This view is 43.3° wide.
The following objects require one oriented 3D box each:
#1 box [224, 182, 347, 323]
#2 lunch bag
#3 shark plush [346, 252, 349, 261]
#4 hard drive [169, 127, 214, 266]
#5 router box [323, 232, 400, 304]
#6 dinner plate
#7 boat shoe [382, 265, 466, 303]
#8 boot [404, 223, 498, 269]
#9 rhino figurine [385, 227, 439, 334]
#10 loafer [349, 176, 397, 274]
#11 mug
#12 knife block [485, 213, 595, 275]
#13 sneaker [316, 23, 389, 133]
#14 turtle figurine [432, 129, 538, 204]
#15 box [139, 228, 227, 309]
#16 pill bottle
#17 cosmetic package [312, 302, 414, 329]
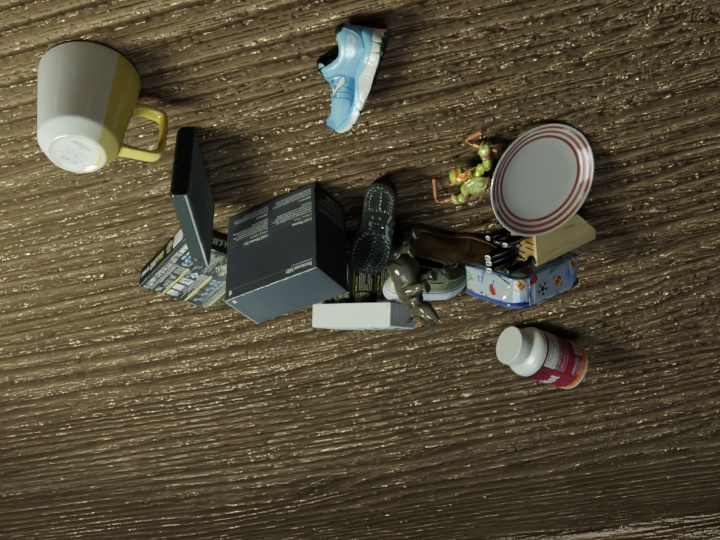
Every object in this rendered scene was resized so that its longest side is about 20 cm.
[{"bbox_3d":[-0.133,-0.028,1.623,0.200,0.183,0.104,-19,143,25],"label":"box"},{"bbox_3d":[0.301,0.005,1.693,0.200,0.076,0.160,-17,-160,-34],"label":"lunch bag"},{"bbox_3d":[-0.095,-0.003,1.709,0.091,0.084,0.200,-16,180,-27],"label":"shark plush"},{"bbox_3d":[-0.279,-0.120,1.513,0.033,0.140,0.200,-2,147,1],"label":"hard drive"},{"bbox_3d":[0.000,0.000,1.792,0.149,0.051,0.200,1,147,-2],"label":"router box"},{"bbox_3d":[0.304,-0.153,1.527,0.199,0.024,0.201,-9,118,-18],"label":"dinner plate"},{"bbox_3d":[0.136,0.018,1.772,0.200,0.072,0.062,-12,139,-35],"label":"boat shoe"},{"bbox_3d":[0.177,-0.029,1.738,0.199,0.076,0.074,9,144,-19],"label":"boot"},{"bbox_3d":[0.096,0.025,1.673,0.087,0.201,0.060,-12,-167,42],"label":"rhino figurine"},{"bbox_3d":[0.032,-0.080,1.616,0.073,0.071,0.200,18,126,2],"label":"loafer"},{"bbox_3d":[-0.388,-0.229,1.329,0.186,0.154,0.150,-3,146,0],"label":"mug"},{"bbox_3d":[0.317,-0.045,1.637,0.200,0.176,0.064,30,179,-40],"label":"knife block"},{"bbox_3d":[-0.023,-0.291,1.348,0.090,0.079,0.200,22,141,-1],"label":"sneaker"},{"bbox_3d":[0.220,-0.157,1.551,0.161,0.065,0.200,7,144,-15],"label":"turtle figurine"},{"bbox_3d":[-0.316,-0.005,1.772,0.161,0.049,0.200,22,140,-29],"label":"box"},{"bbox_3d":[0.409,0.194,2.056,0.200,0.113,0.113,20,141,-29],"label":"pill bottle"},{"bbox_3d":[0.004,0.092,1.798,0.200,0.051,0.082,-3,170,40],"label":"cosmetic package"}]
